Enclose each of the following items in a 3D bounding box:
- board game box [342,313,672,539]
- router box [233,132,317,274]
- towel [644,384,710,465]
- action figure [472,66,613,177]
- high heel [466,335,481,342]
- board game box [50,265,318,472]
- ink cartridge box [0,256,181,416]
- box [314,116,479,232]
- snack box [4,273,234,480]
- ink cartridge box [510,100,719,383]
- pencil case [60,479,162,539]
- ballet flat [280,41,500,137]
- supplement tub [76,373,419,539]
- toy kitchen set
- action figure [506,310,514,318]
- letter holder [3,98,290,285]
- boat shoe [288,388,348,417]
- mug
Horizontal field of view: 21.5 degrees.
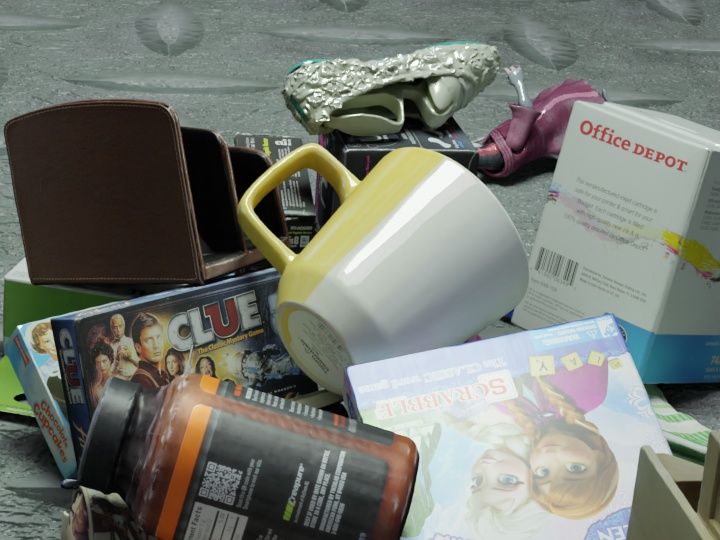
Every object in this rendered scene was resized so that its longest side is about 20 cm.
[{"bbox_3d":[0.107,0.134,1.272,0.199,0.041,0.200,-12,53,-10],"label":"board game box"},{"bbox_3d":[-0.079,-0.015,1.609,0.062,0.150,0.200,2,23,-7],"label":"router box"},{"bbox_3d":[0.199,0.104,1.452,0.152,0.023,0.200,18,9,-17],"label":"towel"},{"bbox_3d":[0.177,-0.137,2.069,0.200,0.134,0.149,-32,83,-37],"label":"action figure"},{"bbox_3d":[0.052,0.097,1.461,0.067,0.096,0.200,0,27,29],"label":"high heel"},{"bbox_3d":[-0.122,0.080,1.389,0.200,0.136,0.035,-15,8,-38],"label":"board game box"},{"bbox_3d":[-0.221,0.048,1.528,0.147,0.076,0.200,9,21,11],"label":"ink cartridge box"},{"bbox_3d":[0.021,-0.028,1.593,0.114,0.201,0.132,1,22,-12],"label":"box"},{"bbox_3d":[-0.157,0.077,1.438,0.200,0.037,0.116,-15,68,-38],"label":"snack box"},{"bbox_3d":[0.248,-0.024,1.589,0.146,0.200,0.147,3,18,-45],"label":"ink cartridge box"},{"bbox_3d":[-0.098,0.167,1.260,0.199,0.078,0.089,-4,22,-20],"label":"pencil case"},{"bbox_3d":[0.032,-0.138,1.535,0.200,0.072,0.072,-10,26,-25],"label":"ballet flat"},{"bbox_3d":[-0.071,0.127,1.175,0.200,0.107,0.107,18,22,-2],"label":"supplement tub"},{"bbox_3d":[0.270,0.180,1.133,0.180,0.201,0.163,-1,23,-13],"label":"toy kitchen set"},{"bbox_3d":[0.096,-0.003,1.727,0.199,0.065,0.099,8,31,7],"label":"action figure"},{"bbox_3d":[-0.170,-0.069,1.467,0.200,0.143,0.100,-1,14,42],"label":"letter holder"},{"bbox_3d":[-0.084,0.133,1.348,0.201,0.063,0.074,-12,-1,-43],"label":"boat shoe"},{"bbox_3d":[0.006,0.008,1.395,0.186,0.150,0.153,21,51,40],"label":"mug"}]
